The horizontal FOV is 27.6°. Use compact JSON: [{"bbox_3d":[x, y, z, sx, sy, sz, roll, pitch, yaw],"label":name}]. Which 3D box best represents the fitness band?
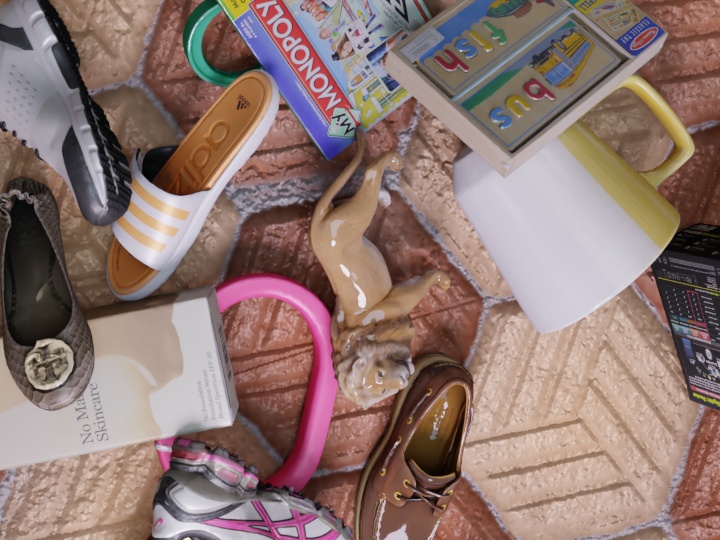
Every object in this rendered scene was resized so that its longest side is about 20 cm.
[{"bbox_3d":[-0.091,0.101,1.193,0.142,0.037,0.202,11,96,-16],"label":"fitness band"}]

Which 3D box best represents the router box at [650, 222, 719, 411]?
[{"bbox_3d":[0.326,0.047,1.203,0.062,0.200,0.151,-22,103,-15],"label":"router box"}]

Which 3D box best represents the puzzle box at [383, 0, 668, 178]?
[{"bbox_3d":[0.132,-0.171,1.146,0.133,0.025,0.200,43,61,14],"label":"puzzle box"}]

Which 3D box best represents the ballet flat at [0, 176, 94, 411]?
[{"bbox_3d":[-0.238,0.010,1.074,0.067,0.047,0.201,-15,57,-1],"label":"ballet flat"}]

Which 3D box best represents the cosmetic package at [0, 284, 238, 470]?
[{"bbox_3d":[-0.200,0.082,1.120,0.198,0.071,0.106,-13,97,1],"label":"cosmetic package"}]

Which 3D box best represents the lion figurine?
[{"bbox_3d":[0.000,0.000,1.168,0.122,0.072,0.201,-33,104,-26],"label":"lion figurine"}]

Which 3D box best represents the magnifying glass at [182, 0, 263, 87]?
[{"bbox_3d":[-0.043,-0.190,1.159,0.198,0.022,0.080,-11,128,-20],"label":"magnifying glass"}]

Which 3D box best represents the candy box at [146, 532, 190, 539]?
[{"bbox_3d":[-0.099,0.285,1.197,0.200,0.057,0.117,38,101,-15],"label":"candy box"}]

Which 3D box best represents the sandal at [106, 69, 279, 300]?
[{"bbox_3d":[-0.144,-0.076,1.115,0.059,0.079,0.207,28,101,-47],"label":"sandal"}]

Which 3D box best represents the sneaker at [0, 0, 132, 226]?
[{"bbox_3d":[-0.233,-0.113,1.086,0.079,0.074,0.201,-28,70,1],"label":"sneaker"}]

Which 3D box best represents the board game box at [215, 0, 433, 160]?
[{"bbox_3d":[-0.025,-0.200,1.130,0.134,0.029,0.200,-38,126,-3],"label":"board game box"}]

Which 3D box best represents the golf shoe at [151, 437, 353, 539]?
[{"bbox_3d":[-0.085,0.204,1.135,0.199,0.072,0.093,34,69,-38],"label":"golf shoe"}]

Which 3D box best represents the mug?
[{"bbox_3d":[0.163,-0.066,1.194,0.153,0.149,0.187,49,51,-7],"label":"mug"}]

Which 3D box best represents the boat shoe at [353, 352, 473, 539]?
[{"bbox_3d":[0.046,0.171,1.221,0.071,0.068,0.202,16,94,-16],"label":"boat shoe"}]
